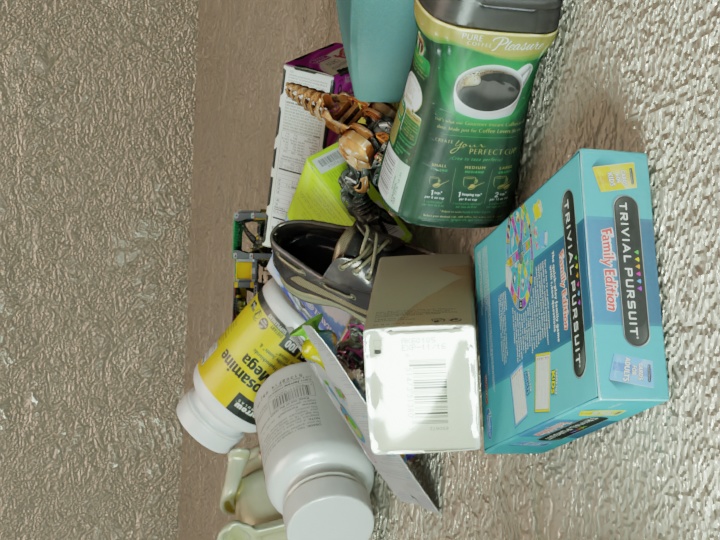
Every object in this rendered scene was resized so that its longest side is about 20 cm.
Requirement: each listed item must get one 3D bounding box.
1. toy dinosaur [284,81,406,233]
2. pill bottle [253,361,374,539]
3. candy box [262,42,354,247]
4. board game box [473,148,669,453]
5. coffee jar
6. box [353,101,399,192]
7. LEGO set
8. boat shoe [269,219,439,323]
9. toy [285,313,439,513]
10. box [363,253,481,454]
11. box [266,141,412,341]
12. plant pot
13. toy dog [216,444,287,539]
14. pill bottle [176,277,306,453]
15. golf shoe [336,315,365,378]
[{"bbox_3d":[0.022,-0.105,1.155,0.201,0.102,0.136,59,174,23],"label":"toy dinosaur"},{"bbox_3d":[-0.046,0.199,1.416,0.200,0.114,0.115,-107,24,-54],"label":"pill bottle"},{"bbox_3d":[-0.040,-0.129,1.445,0.136,0.061,0.201,-40,-37,-61],"label":"candy box"},{"bbox_3d":[0.129,0.028,0.876,0.200,0.047,0.152,132,138,-69],"label":"board game box"},{"bbox_3d":[0.079,-0.134,0.996,0.085,0.104,0.201,-112,29,-54],"label":"coffee jar"},{"bbox_3d":[0.017,-0.106,1.310,0.200,0.075,0.050,112,158,-56],"label":"box"},{"bbox_3d":[-0.088,0.003,1.715,0.154,0.115,0.201,35,-122,-71],"label":"LEGO set"},{"bbox_3d":[0.000,0.000,1.152,0.073,0.199,0.075,51,-125,-47],"label":"boat shoe"},{"bbox_3d":[0.011,0.122,1.227,0.200,0.047,0.115,53,166,-6],"label":"toy"},{"bbox_3d":[0.048,0.055,1.004,0.200,0.077,0.096,-76,-18,-73],"label":"box"},{"bbox_3d":[-0.025,-0.017,1.318,0.122,0.048,0.200,52,151,16],"label":"box"},{"bbox_3d":[0.045,-0.240,1.089,0.142,0.140,0.201,-101,17,-45],"label":"plant pot"},{"bbox_3d":[-0.093,0.285,1.606,0.200,0.139,0.195,-113,1,-60],"label":"toy dog"},{"bbox_3d":[-0.122,0.114,1.579,0.200,0.112,0.113,-49,27,15],"label":"pill bottle"},{"bbox_3d":[0.029,0.052,1.270,0.092,0.072,0.200,-58,-1,-19],"label":"golf shoe"}]
